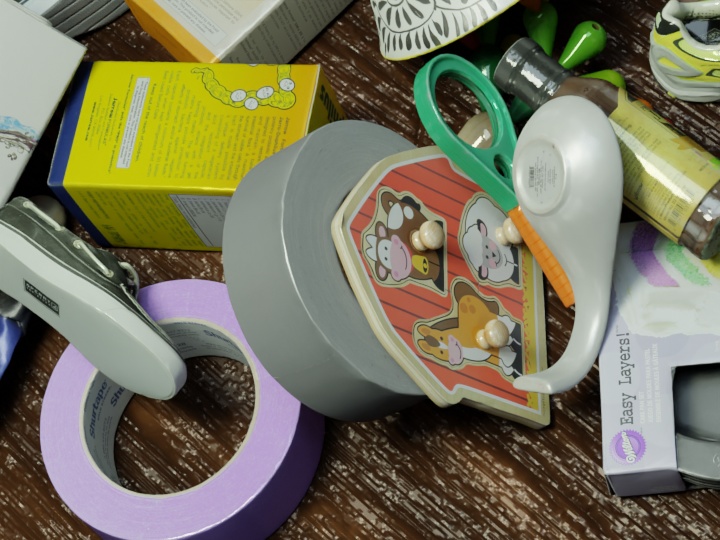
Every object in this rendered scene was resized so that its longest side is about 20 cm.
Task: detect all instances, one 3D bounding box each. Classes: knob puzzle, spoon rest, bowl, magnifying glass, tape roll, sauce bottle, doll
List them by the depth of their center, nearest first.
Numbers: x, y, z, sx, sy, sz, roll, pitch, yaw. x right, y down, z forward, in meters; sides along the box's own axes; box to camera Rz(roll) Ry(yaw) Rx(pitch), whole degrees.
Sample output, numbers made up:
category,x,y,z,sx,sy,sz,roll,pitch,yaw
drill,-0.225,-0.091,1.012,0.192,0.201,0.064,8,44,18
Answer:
category,x,y,z,sx,sy,sz,roll,pitch,yaw
spoon rest,0.140,-0.018,1.453,0.099,0.060,0.202,8,96,51
knob puzzle,0.063,-0.002,1.469,0.030,0.219,0.222,-26,54,42
sauce bottle,0.179,-0.090,1.473,0.200,0.065,0.065,40,81,17
tape roll,0.000,0.000,1.477,0.066,0.199,0.202,-26,54,41
magnifying glass,0.103,-0.065,1.509,0.022,0.079,0.201,-33,85,40
tape roll,-0.129,0.110,1.542,0.198,0.066,0.202,-7,64,13
bowl,0.072,-0.255,1.580,0.200,0.095,0.201,-32,19,13
doll,-0.283,0.029,1.635,0.136,0.048,0.201,7,65,39

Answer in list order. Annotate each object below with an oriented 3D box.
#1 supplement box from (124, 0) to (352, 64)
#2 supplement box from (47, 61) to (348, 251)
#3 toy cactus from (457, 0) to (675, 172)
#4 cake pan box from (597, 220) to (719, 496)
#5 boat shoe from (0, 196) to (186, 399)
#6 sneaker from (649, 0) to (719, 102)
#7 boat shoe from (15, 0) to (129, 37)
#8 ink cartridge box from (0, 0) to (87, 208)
category,x,y,z,sx,sy,sz,roll,pitch,yaw
supplement box,-0.076,-0.242,1.691,0.200,0.074,0.126,-44,60,-7
supplement box,-0.117,-0.085,1.607,0.198,0.109,0.111,3,66,18
toy cactus,0.122,-0.121,1.572,0.165,0.102,0.200,-44,70,4
cake pan box,0.254,0.056,1.461,0.182,0.052,0.202,-6,63,17
boat shoe,-0.193,0.013,1.529,0.199,0.071,0.064,37,55,16
sneaker,0.306,-0.164,1.536,0.198,0.077,0.076,-5,62,13
boat shoe,-0.258,-0.226,1.739,0.199,0.072,0.071,-30,64,3
ink cartridge box,-0.326,-0.117,1.618,0.145,0.147,0.201,30,83,-18
